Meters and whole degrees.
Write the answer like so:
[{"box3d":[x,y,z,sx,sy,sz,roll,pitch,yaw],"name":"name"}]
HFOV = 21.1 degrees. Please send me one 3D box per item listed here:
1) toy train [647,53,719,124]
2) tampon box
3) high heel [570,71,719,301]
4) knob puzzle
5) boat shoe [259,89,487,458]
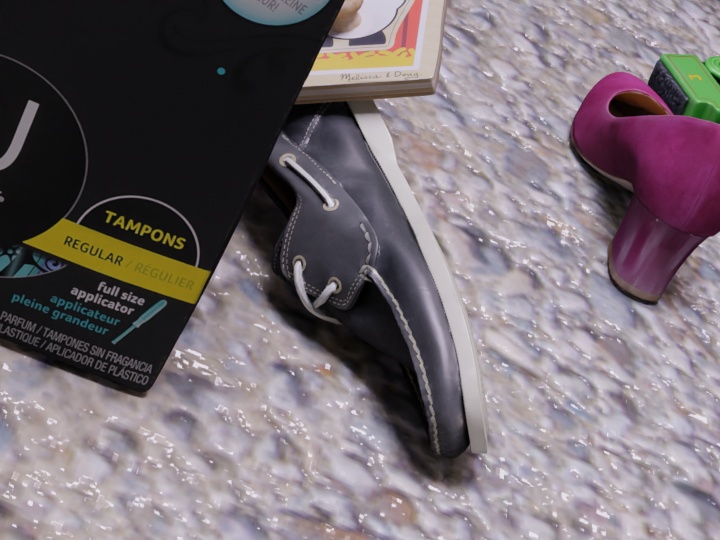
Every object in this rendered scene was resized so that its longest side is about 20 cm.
[{"box3d":[0.215,-0.055,1.054,0.056,0.042,0.200,1,39,-23],"name":"toy train"},{"box3d":[-0.097,-0.089,0.686,0.149,0.200,0.126,22,31,-10],"name":"tampon box"},{"box3d":[0.154,-0.074,0.974,0.067,0.096,0.200,25,30,-6],"name":"high heel"},{"box3d":[-0.049,-0.147,0.861,0.219,0.031,0.220,-6,44,5],"name":"knob puzzle"},{"box3d":[0.000,0.000,0.786,0.067,0.072,0.200,-20,53,-7],"name":"boat shoe"}]
